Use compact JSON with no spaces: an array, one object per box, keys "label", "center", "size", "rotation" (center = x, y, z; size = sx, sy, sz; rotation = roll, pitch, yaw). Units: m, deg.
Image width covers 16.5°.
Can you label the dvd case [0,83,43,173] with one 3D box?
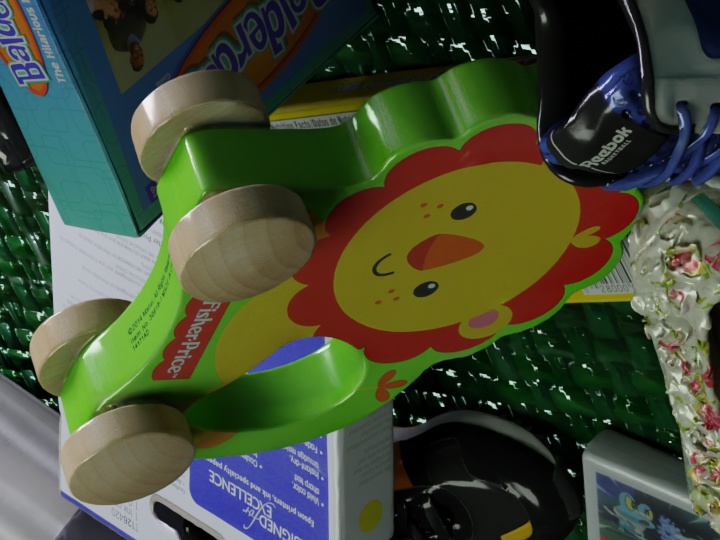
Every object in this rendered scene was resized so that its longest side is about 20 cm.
[{"label":"dvd case","center":[-0.157,-0.133,0.963],"size":[0.018,0.200,0.143],"rotation":[-25,112,9]}]

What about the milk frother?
[{"label":"milk frother","center":[-0.183,0.184,1.281],"size":[0.188,0.200,0.181],"rotation":[33,148,16]}]

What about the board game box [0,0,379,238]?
[{"label":"board game box","center":[-0.081,-0.137,0.887],"size":[0.045,0.152,0.200],"rotation":[9,131,41]}]

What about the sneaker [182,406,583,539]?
[{"label":"sneaker","center":[0.006,0.111,1.106],"size":[0.200,0.090,0.070],"rotation":[4,129,44]}]

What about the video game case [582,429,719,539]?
[{"label":"video game case","center":[0.186,0.169,1.046],"size":[0.200,0.023,0.183],"rotation":[23,140,30]}]

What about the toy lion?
[{"label":"toy lion","center":[0.000,0.000,0.881],"size":[0.200,0.191,0.069],"rotation":[-58,43,44]}]

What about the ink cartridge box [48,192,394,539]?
[{"label":"ink cartridge box","center":[-0.063,0.044,1.079],"size":[0.197,0.047,0.200],"rotation":[26,129,40]}]

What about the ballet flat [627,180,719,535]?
[{"label":"ballet flat","center":[0.150,0.054,0.897],"size":[0.200,0.076,0.064],"rotation":[60,170,-32]}]

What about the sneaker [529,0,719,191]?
[{"label":"sneaker","center":[0.118,-0.050,0.807],"size":[0.199,0.115,0.081],"rotation":[48,146,-5]}]

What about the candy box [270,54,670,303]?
[{"label":"candy box","center":[0.053,-0.033,0.967],"size":[0.200,0.026,0.102],"rotation":[-2,122,46]}]
